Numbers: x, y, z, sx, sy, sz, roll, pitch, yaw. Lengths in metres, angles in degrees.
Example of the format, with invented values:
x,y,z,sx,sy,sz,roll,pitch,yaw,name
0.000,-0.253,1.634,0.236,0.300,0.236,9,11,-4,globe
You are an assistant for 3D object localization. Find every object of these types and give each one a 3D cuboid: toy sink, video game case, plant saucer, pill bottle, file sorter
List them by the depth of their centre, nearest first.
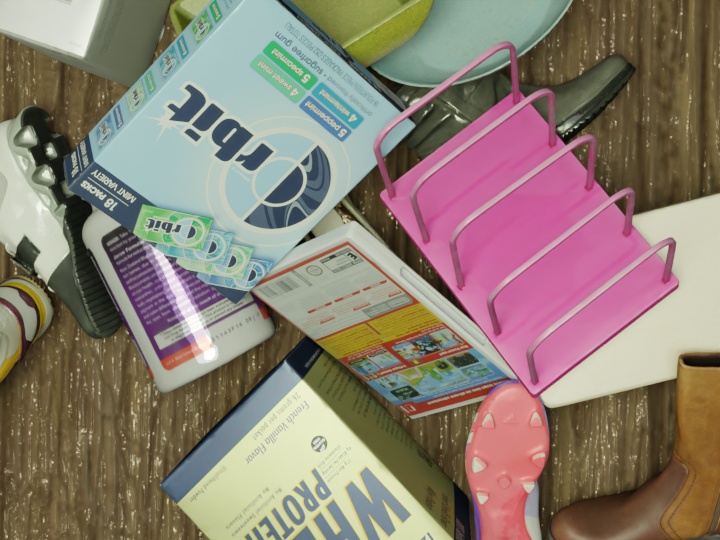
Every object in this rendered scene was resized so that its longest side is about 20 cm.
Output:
x,y,z,sx,sy,sz,roll,pitch,yaw,name
0.117,-0.040,0.975,0.138,0.126,0.201,-36,71,-3,file sorter
0.020,0.045,1.059,0.200,0.142,0.018,40,54,-23,video game case
-0.044,-0.201,1.079,0.199,0.201,0.048,-31,131,5,plant saucer
0.091,-0.218,1.081,0.199,0.039,0.203,-15,53,21,plant saucer
0.223,0.021,1.084,0.197,0.112,0.132,-15,90,4,toy sink
-0.160,-0.012,1.107,0.110,0.111,0.202,-27,91,4,pill bottle

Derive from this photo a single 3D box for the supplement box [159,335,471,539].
x,y,z,sx,sy,sz,roll,pitch,yaw,name
-0.026,0.176,1.062,0.134,0.200,0.200,-44,90,5,supplement box

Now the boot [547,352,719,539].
x,y,z,sx,sy,sz,roll,pitch,yaw,name
0.246,0.150,1.055,0.186,0.069,0.202,2,131,3,boot

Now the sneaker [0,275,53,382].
x,y,z,sx,sy,sz,roll,pitch,yaw,name
-0.337,0.090,1.115,0.075,0.090,0.201,38,113,1,sneaker

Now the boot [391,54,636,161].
x,y,z,sx,sy,sz,roll,pitch,yaw,name
0.116,-0.149,1.109,0.199,0.068,0.131,-36,86,4,boot

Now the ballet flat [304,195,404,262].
x,y,z,sx,sy,sz,roll,pitch,yaw,name
0.000,0.000,1.114,0.067,0.062,0.200,-42,90,4,ballet flat

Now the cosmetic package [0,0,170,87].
x,y,z,sx,sy,sz,roll,pitch,yaw,name
-0.212,-0.213,1.058,0.084,0.200,0.109,18,91,1,cosmetic package

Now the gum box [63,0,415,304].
x,y,z,sx,sy,sz,roll,pitch,yaw,name
-0.087,-0.093,0.983,0.200,0.045,0.169,-44,125,14,gum box

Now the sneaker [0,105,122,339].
x,y,z,sx,sy,sz,roll,pitch,yaw,name
-0.267,-0.030,1.142,0.088,0.074,0.202,-22,92,22,sneaker

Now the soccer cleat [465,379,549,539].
x,y,z,sx,sy,sz,roll,pitch,yaw,name
0.118,0.170,1.082,0.066,0.077,0.202,-3,115,3,soccer cleat
